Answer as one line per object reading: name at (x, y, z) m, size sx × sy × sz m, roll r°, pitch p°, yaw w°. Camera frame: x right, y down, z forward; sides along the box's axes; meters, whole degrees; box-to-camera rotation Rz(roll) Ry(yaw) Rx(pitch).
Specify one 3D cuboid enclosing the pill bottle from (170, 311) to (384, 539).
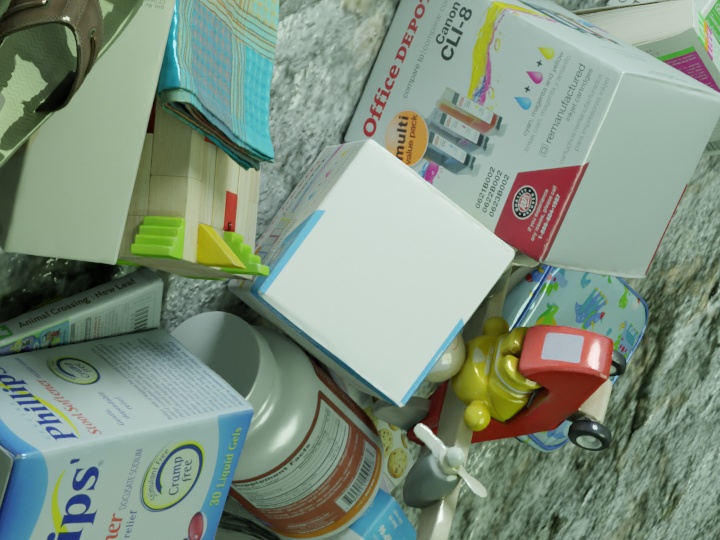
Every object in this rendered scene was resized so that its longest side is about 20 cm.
pill bottle at (-0.068, 0.107, 1.857) m, size 0.112 × 0.112 × 0.200 m, roll -53°, pitch 146°, yaw -7°

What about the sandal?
sandal at (-0.172, -0.120, 1.432) m, size 0.080 × 0.057 × 0.202 m, roll 34°, pitch 90°, yaw -31°

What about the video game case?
video game case at (-0.212, 0.109, 1.723) m, size 0.181 × 0.022 × 0.201 m, roll -22°, pitch 135°, yaw -37°

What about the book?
book at (0.219, -0.137, 2.018) m, size 0.200 × 0.133 × 0.048 m, roll 47°, pitch 39°, yaw -57°

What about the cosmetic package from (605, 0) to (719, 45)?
cosmetic package at (0.292, -0.249, 2.065) m, size 0.201 × 0.085 × 0.108 m, roll -55°, pitch 145°, yaw -3°

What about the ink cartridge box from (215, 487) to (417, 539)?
ink cartridge box at (-0.067, 0.230, 1.952) m, size 0.200 × 0.116 × 0.068 m, roll -50°, pitch 146°, yaw -14°

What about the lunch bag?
lunch bag at (0.139, 0.052, 2.110) m, size 0.161 × 0.082 × 0.200 m, roll -57°, pitch 147°, yaw -4°

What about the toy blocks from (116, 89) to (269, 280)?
toy blocks at (-0.107, -0.069, 1.662) m, size 0.200 × 0.099 × 0.138 m, roll 21°, pitch 73°, yaw -75°

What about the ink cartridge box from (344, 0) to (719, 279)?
ink cartridge box at (0.119, -0.106, 1.850) m, size 0.144 × 0.200 × 0.146 m, roll 6°, pitch 111°, yaw -52°

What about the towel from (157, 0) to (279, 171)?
towel at (-0.080, -0.175, 1.589) m, size 0.147 × 0.022 × 0.201 m, roll 34°, pitch 57°, yaw -65°

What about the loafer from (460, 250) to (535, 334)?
loafer at (0.098, -0.026, 2.000) m, size 0.201 × 0.073 × 0.071 m, roll -55°, pitch 147°, yaw -6°

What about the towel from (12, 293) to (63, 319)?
towel at (-0.224, 0.112, 1.745) m, size 0.086 × 0.018 × 0.201 m, roll -26°, pitch 136°, yaw -32°

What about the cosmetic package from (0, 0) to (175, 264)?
cosmetic package at (-0.163, -0.117, 1.540) m, size 0.073 × 0.104 × 0.201 m, roll 7°, pitch 114°, yaw -19°

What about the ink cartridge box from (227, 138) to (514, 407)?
ink cartridge box at (0.000, 0.000, 1.788) m, size 0.129 × 0.125 × 0.200 m, roll -54°, pitch -171°, yaw -6°

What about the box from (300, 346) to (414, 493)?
box at (-0.005, 0.101, 2.000) m, size 0.041 × 0.039 × 0.200 m, roll -46°, pitch 145°, yaw -20°

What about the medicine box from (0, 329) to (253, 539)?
medicine box at (-0.190, 0.150, 1.674) m, size 0.199 × 0.103 × 0.183 m, roll -10°, pitch 127°, yaw -46°

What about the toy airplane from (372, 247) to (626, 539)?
toy airplane at (0.076, 0.081, 1.894) m, size 0.141 × 0.200 × 0.199 m, roll 35°, pitch 100°, yaw -33°
